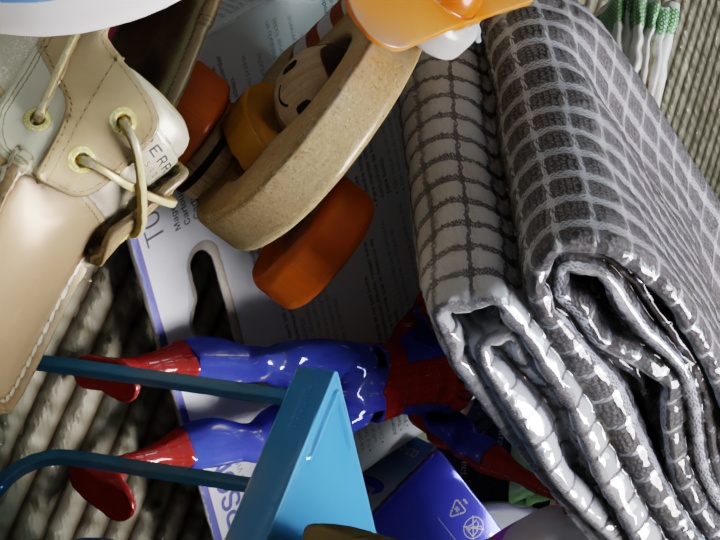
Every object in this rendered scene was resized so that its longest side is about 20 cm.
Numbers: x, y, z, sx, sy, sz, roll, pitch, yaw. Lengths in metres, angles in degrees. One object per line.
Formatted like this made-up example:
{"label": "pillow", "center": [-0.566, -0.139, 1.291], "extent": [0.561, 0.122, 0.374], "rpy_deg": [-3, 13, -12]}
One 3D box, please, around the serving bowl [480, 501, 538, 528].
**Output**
{"label": "serving bowl", "center": [0.032, 0.200, 1.192], "extent": [0.200, 0.066, 0.201], "rpy_deg": [-6, 98, -51]}

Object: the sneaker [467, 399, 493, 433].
{"label": "sneaker", "center": [0.048, -0.022, 1.175], "extent": [0.085, 0.078, 0.201], "rpy_deg": [-28, 124, -70]}

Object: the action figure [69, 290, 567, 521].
{"label": "action figure", "center": [0.008, 0.049, 0.921], "extent": [0.200, 0.099, 0.066], "rpy_deg": [-12, 113, -42]}

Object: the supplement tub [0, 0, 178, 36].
{"label": "supplement tub", "center": [-0.090, -0.162, 0.621], "extent": [0.200, 0.131, 0.132], "rpy_deg": [69, 34, -55]}

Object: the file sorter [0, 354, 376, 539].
{"label": "file sorter", "center": [-0.067, 0.139, 0.821], "extent": [0.200, 0.122, 0.139], "rpy_deg": [77, 28, -46]}

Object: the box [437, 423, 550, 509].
{"label": "box", "center": [0.132, 0.043, 1.247], "extent": [0.107, 0.199, 0.149], "rpy_deg": [10, 88, -77]}

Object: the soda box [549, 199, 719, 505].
{"label": "soda box", "center": [0.126, 0.066, 1.149], "extent": [0.068, 0.064, 0.201], "rpy_deg": [-167, -94, -80]}

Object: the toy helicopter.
{"label": "toy helicopter", "center": [0.010, -0.090, 0.861], "extent": [0.132, 0.079, 0.200], "rpy_deg": [-32, -157, 57]}

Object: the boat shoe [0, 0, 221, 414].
{"label": "boat shoe", "center": [-0.083, -0.046, 0.787], "extent": [0.074, 0.066, 0.201], "rpy_deg": [61, 40, -61]}

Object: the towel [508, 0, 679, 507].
{"label": "towel", "center": [0.098, -0.006, 1.128], "extent": [0.149, 0.031, 0.201], "rpy_deg": [135, -40, -74]}

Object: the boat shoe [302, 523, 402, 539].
{"label": "boat shoe", "center": [0.020, 0.128, 0.788], "extent": [0.066, 0.072, 0.201], "rpy_deg": [-68, 158, -13]}

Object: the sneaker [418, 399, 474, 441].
{"label": "sneaker", "center": [0.000, 0.000, 1.072], "extent": [0.090, 0.067, 0.201], "rpy_deg": [-45, 139, -50]}

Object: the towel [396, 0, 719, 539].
{"label": "towel", "center": [0.092, 0.016, 0.916], "extent": [0.200, 0.085, 0.166], "rpy_deg": [52, 17, -34]}

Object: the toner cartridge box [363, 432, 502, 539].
{"label": "toner cartridge box", "center": [0.048, 0.142, 1.076], "extent": [0.043, 0.095, 0.200], "rpy_deg": [-44, 116, -14]}

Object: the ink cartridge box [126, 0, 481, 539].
{"label": "ink cartridge box", "center": [-0.008, -0.024, 0.972], "extent": [0.200, 0.043, 0.197], "rpy_deg": [-31, 124, -28]}

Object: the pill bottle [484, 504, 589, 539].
{"label": "pill bottle", "center": [0.022, 0.173, 0.978], "extent": [0.104, 0.200, 0.104], "rpy_deg": [38, 33, -31]}
